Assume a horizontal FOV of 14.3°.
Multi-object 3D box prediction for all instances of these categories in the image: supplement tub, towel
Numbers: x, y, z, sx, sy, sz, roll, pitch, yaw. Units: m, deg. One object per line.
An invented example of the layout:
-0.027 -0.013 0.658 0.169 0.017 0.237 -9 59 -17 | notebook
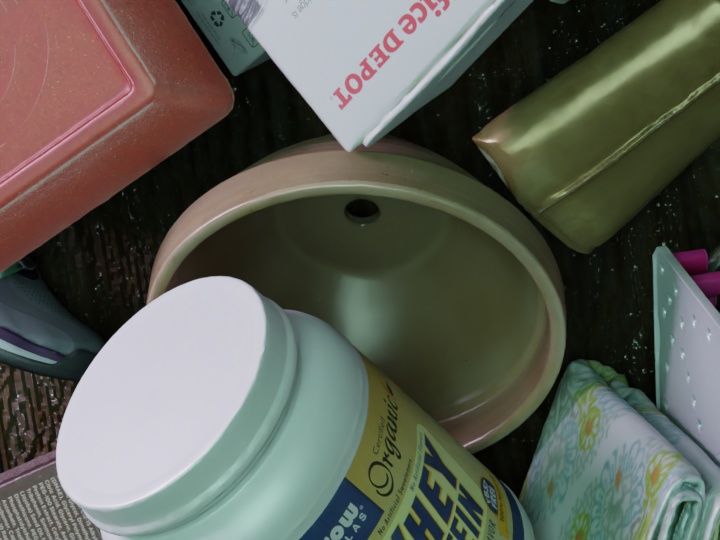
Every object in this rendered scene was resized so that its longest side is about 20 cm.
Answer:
-0.029 0.109 1.312 0.144 0.145 0.200 -39 125 12 | supplement tub
0.111 0.148 1.342 0.048 0.200 0.172 18 99 -16 | towel

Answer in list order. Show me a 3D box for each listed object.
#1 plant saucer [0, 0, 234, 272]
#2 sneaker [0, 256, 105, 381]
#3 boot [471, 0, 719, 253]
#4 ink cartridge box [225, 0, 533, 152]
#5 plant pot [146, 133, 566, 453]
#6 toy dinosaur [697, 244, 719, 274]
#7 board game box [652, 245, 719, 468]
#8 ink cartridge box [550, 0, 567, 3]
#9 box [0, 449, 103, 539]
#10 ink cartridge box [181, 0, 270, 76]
-0.192 -0.105 1.331 0.199 0.037 0.201 -33 87 14 | plant saucer
-0.207 -0.018 1.449 0.199 0.074 0.088 27 95 8 | sneaker
0.134 -0.109 1.327 0.200 0.066 0.175 -36 128 19 | boot
-0.007 -0.177 1.275 0.200 0.083 0.145 51 133 5 | ink cartridge box
0.000 0.000 1.378 0.200 0.093 0.201 3 136 3 | plant pot
0.242 -0.045 1.358 0.077 0.102 0.200 35 115 -23 | toy dinosaur
0.176 0.115 1.303 0.026 0.200 0.201 -9 114 -9 | board game box
0.132 -0.240 1.355 0.200 0.085 0.146 -34 88 11 | ink cartridge box
-0.168 0.136 1.441 0.199 0.100 0.075 -26 91 13 | box
-0.023 -0.185 1.367 0.200 0.039 0.100 -36 87 44 | ink cartridge box
